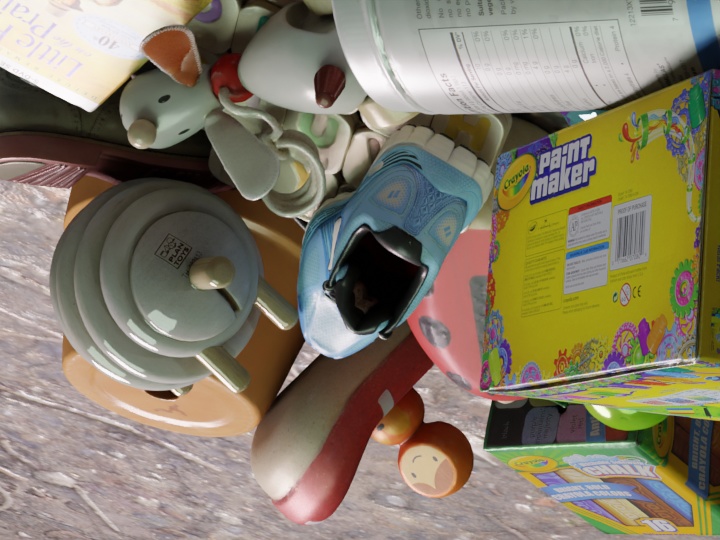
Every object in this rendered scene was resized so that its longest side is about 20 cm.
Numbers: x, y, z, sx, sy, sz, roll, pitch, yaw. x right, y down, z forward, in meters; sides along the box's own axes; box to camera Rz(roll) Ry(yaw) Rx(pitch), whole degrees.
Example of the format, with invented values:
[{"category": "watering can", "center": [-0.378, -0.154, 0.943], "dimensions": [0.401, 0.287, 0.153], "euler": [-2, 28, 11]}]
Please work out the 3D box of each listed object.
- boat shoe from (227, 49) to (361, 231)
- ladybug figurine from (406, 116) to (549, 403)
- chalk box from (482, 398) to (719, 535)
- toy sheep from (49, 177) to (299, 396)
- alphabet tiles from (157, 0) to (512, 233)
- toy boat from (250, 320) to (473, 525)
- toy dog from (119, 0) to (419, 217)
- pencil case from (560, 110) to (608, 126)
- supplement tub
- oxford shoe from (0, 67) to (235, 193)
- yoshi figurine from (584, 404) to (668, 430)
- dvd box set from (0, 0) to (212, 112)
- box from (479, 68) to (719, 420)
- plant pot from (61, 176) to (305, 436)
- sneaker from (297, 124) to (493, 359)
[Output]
[{"category": "boat shoe", "center": [-0.041, -0.072, 1.209], "dimensions": [0.072, 0.068, 0.200], "euler": [-7, 143, 41]}, {"category": "ladybug figurine", "center": [0.082, 0.004, 1.213], "dimensions": [0.135, 0.072, 0.201], "euler": [0, 125, 15]}, {"category": "chalk box", "center": [0.171, 0.084, 1.355], "dimensions": [0.124, 0.125, 0.200], "euler": [-6, 150, 39]}, {"category": "toy sheep", "center": [-0.115, 0.009, 1.195], "dimensions": [0.138, 0.138, 0.200], "euler": [26, 160, -24]}, {"category": "alphabet tiles", "center": [-0.018, -0.093, 1.120], "dimensions": [0.199, 0.015, 0.196], "euler": [26, 138, 5]}, {"category": "toy boat", "center": [0.022, 0.100, 1.368], "dimensions": [0.131, 0.200, 0.131], "euler": [46, 153, -1]}, {"category": "toy dog", "center": [-0.050, -0.091, 1.054], "dimensions": [0.132, 0.096, 0.200], "euler": [41, 132, -8]}, {"category": "pencil case", "center": [0.175, -0.073, 1.061], "dimensions": [0.092, 0.085, 0.200], "euler": [-38, 132, 15]}, {"category": "supplement tub", "center": [0.102, -0.137, 0.908], "dimensions": [0.199, 0.132, 0.132], "euler": [2, 153, 30]}, {"category": "oxford shoe", "center": [-0.132, -0.088, 1.232], "dimensions": [0.199, 0.075, 0.070], "euler": [5, 165, -34]}, {"category": "yoshi figurine", "center": [0.178, 0.037, 1.158], "dimensions": [0.200, 0.113, 0.112], "euler": [-16, -158, -37]}, {"category": "dvd box set", "center": [-0.149, -0.169, 1.055], "dimensions": [0.146, 0.029, 0.200], "euler": [28, 140, -26]}, {"category": "box", "center": [0.185, 0.002, 0.923], "dimensions": [0.192, 0.123, 0.200], "euler": [9, 170, -22]}, {"category": "plant pot", "center": [-0.115, 0.022, 1.367], "dimensions": [0.199, 0.140, 0.200], "euler": [12, 155, 6]}, {"category": "sneaker", "center": [0.000, 0.000, 1.124], "dimensions": [0.078, 0.090, 0.200], "euler": [30, 147, -1]}]
